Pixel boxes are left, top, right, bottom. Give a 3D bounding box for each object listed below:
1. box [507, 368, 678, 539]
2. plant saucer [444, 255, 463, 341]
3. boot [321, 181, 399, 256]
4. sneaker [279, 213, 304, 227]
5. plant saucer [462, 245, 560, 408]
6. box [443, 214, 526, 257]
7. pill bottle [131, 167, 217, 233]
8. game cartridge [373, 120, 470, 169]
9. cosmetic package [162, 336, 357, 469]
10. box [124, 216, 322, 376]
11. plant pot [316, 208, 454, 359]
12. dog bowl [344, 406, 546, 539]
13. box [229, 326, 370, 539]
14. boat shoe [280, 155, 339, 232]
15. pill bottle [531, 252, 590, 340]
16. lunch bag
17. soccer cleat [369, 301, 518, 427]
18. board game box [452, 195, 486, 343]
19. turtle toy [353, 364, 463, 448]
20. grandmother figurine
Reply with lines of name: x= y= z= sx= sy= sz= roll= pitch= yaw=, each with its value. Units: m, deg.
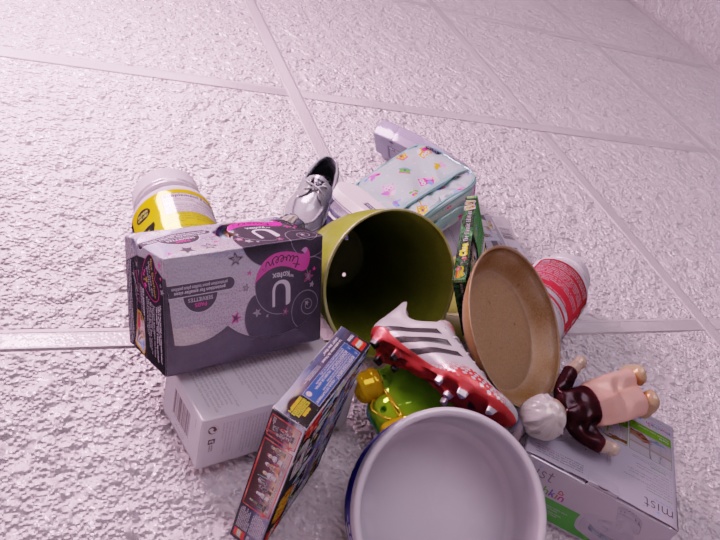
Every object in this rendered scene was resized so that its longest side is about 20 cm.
box: x=0.289 y=0.240 z=0.921 sx=0.197 sy=0.098 sz=0.177 roll=26 pitch=37 yaw=3
plant saucer: x=0.165 y=0.026 z=1.074 sx=0.196 sy=0.032 sz=0.202 roll=-15 pitch=32 yaw=10
boot: x=0.019 y=-0.046 z=1.120 sx=0.072 sy=0.092 sz=0.200 roll=-9 pitch=43 yaw=-42
sneaker: x=-0.114 y=0.002 z=1.025 sx=0.085 sy=0.078 sz=0.202 roll=31 pitch=45 yaw=-5
plant saucer: x=0.183 y=0.072 z=0.906 sx=0.198 sy=0.035 sz=0.205 roll=18 pitch=64 yaw=-42
box: x=0.185 y=-0.042 z=1.255 sx=0.196 sy=0.042 sz=0.158 roll=7 pitch=40 yaw=-22
pill bottle: x=-0.239 y=-0.037 z=0.957 sx=0.112 sy=0.116 sz=0.202 roll=-1 pitch=42 yaw=-28
game cartridge: x=0.116 y=-0.207 z=1.357 sx=0.198 sy=0.041 sz=0.133 roll=31 pitch=-4 yaw=9
cosmetic package: x=-0.114 y=0.142 z=0.833 sx=0.197 sy=0.072 sz=0.101 roll=-8 pitch=38 yaw=-35
box: x=-0.151 y=0.020 z=0.824 sx=0.197 sy=0.135 sz=0.114 roll=-10 pitch=21 yaw=-37
plant pot: x=0.000 y=0.000 z=0.987 sx=0.183 sy=0.192 sz=0.199 roll=3 pitch=9 yaw=-25
dog bowl: x=0.083 y=0.245 z=0.738 sx=0.195 sy=0.079 sz=0.205 roll=3 pitch=74 yaw=-9
box: x=-0.061 y=0.171 z=0.728 sx=0.039 sy=0.202 sz=0.137 roll=29 pitch=37 yaw=11
boat shoe: x=-0.079 y=-0.127 z=1.187 sx=0.069 sy=0.072 sz=0.202 roll=21 pitch=37 yaw=-2
pill bottle: x=0.291 y=0.048 z=1.142 sx=0.111 sy=0.114 sz=0.199 roll=36 pitch=39 yaw=17
lunch bag: x=0.094 y=-0.124 z=1.213 sx=0.198 sy=0.078 sz=0.160 roll=-35 pitch=49 yaw=-23
soccer cleat: x=0.100 y=0.104 z=0.827 sx=0.198 sy=0.069 sz=0.085 roll=28 pitch=58 yaw=28
board game box: x=0.152 y=-0.006 z=0.999 sx=0.023 sy=0.106 sz=0.202 roll=-6 pitch=34 yaw=18
turtle toy: x=0.079 y=0.186 z=0.863 sx=0.143 sy=0.102 sz=0.201 roll=-14 pitch=47 yaw=-21
grandmother figurine: x=0.276 y=0.167 z=0.880 sx=0.196 sy=0.061 sz=0.123 roll=-4 pitch=52 yaw=-29
